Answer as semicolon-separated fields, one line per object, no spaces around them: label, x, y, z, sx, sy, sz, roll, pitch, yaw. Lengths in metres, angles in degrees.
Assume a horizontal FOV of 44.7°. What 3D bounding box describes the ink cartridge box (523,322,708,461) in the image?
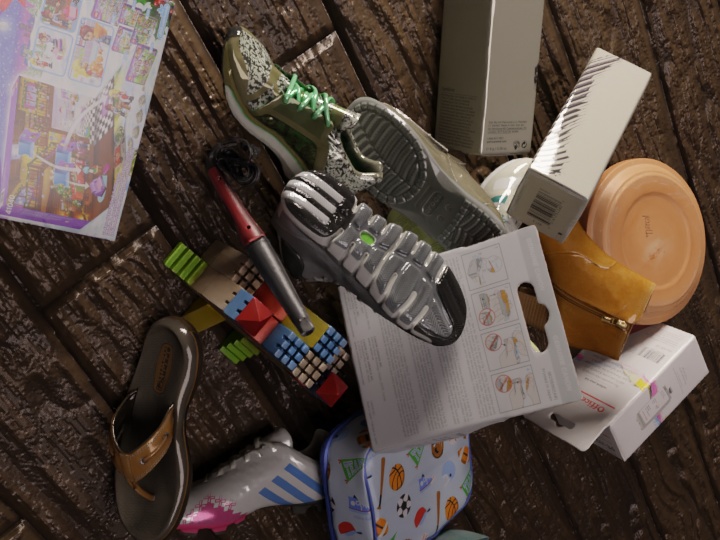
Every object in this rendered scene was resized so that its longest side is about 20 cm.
ink cartridge box;0.308;0.149;1.065;0.200;0.116;0.068;-40;121;-15

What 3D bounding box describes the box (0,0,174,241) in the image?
box;-0.238;-0.134;0.684;0.136;0.039;0.201;12;98;-35

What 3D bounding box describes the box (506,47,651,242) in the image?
box;0.227;-0.132;0.904;0.200;0.068;0.082;-57;171;-32

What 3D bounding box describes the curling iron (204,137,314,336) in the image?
curling iron;-0.084;-0.033;0.734;0.049;0.201;0.026;-33;154;18

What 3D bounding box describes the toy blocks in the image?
toy blocks;-0.071;0.053;0.785;0.100;0.137;0.200;-50;124;-10

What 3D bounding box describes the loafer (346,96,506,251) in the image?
loafer;0.061;-0.086;0.842;0.200;0.070;0.075;46;113;0

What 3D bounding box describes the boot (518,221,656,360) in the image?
boot;0.255;-0.011;0.963;0.071;0.143;0.202;-27;131;-62

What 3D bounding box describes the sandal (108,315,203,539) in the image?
sandal;-0.185;0.140;0.767;0.055;0.081;0.201;1;103;-63

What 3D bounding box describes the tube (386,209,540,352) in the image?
tube;0.090;0.018;0.849;0.052;0.201;0.058;0;142;-45

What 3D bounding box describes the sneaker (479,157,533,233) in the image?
sneaker;0.144;-0.034;0.921;0.200;0.093;0.070;-46;123;-12

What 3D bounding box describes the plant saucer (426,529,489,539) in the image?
plant saucer;0.048;0.332;0.961;0.200;0.039;0.201;-27;156;-13

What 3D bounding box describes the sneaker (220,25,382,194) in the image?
sneaker;-0.044;-0.137;0.764;0.200;0.088;0.077;52;35;-37

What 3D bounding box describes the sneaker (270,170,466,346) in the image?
sneaker;0.000;0.000;0.792;0.200;0.115;0.075;43;61;-5

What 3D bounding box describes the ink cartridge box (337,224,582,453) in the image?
ink cartridge box;0.088;0.067;0.799;0.057;0.199;0.164;27;48;-68

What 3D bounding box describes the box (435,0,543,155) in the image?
box;0.126;-0.217;0.854;0.068;0.082;0.201;-6;108;-30

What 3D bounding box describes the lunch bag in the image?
lunch bag;0.044;0.200;0.913;0.200;0.075;0.161;-26;113;-48

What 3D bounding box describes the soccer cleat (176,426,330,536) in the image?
soccer cleat;-0.108;0.198;0.854;0.199;0.070;0.087;-1;96;-38

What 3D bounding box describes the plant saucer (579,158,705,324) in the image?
plant saucer;0.346;-0.035;1.054;0.199;0.032;0.202;1;87;-29
